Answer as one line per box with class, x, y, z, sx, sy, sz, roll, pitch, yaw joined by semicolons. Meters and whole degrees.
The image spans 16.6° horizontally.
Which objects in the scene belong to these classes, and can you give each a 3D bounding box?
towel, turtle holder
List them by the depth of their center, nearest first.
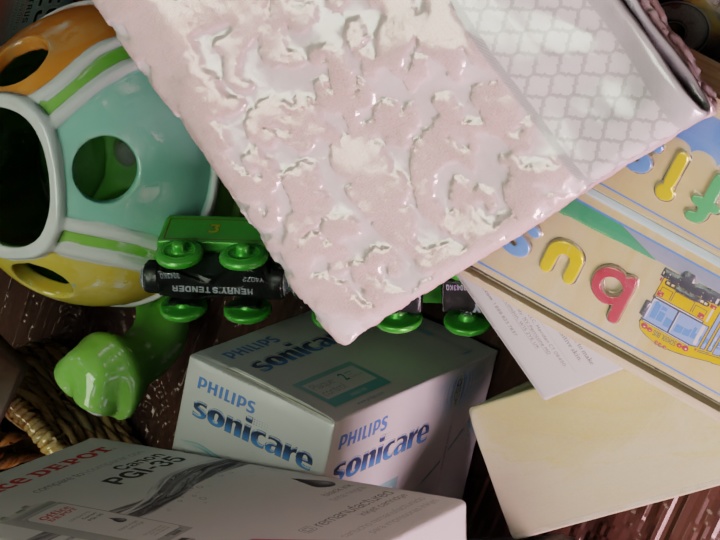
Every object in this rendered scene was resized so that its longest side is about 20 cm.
towel;0.006;-0.093;0.921;0.191;0.032;0.200;-31;98;29
turtle holder;-0.134;-0.037;1.196;0.141;0.132;0.186;28;115;25

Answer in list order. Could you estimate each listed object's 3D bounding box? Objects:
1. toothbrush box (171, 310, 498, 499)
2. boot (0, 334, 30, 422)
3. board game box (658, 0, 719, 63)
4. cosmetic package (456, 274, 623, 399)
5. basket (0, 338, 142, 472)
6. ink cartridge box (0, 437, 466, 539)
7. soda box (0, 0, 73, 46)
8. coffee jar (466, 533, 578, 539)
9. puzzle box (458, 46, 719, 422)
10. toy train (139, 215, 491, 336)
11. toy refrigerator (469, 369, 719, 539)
toothbrush box;-0.024;0.126;1.152;0.085;0.146;0.200;22;111;27
boot;-0.212;-0.010;1.154;0.200;0.064;0.186;52;148;-5
board game box;0.086;-0.119;0.945;0.200;0.035;0.135;-34;121;29
cosmetic package;0.148;-0.034;1.013;0.200;0.108;0.085;-26;106;35
basket;-0.191;0.149;1.268;0.143;0.149;0.200;-24;86;35
ink cartridge box;-0.076;0.135;1.010;0.200;0.146;0.083;7;104;31
soda box;-0.187;-0.149;1.249;0.068;0.064;0.200;34;117;23
coffee jar;0.077;0.216;1.124;0.104;0.085;0.200;-8;105;43
puzzle box;0.142;-0.006;0.950;0.200;0.025;0.133;29;129;8
toy train;0.000;0.000;1.123;0.199;0.056;0.042;2;121;7
toy refrigerator;0.151;0.053;1.060;0.200;0.076;0.070;-20;89;36
